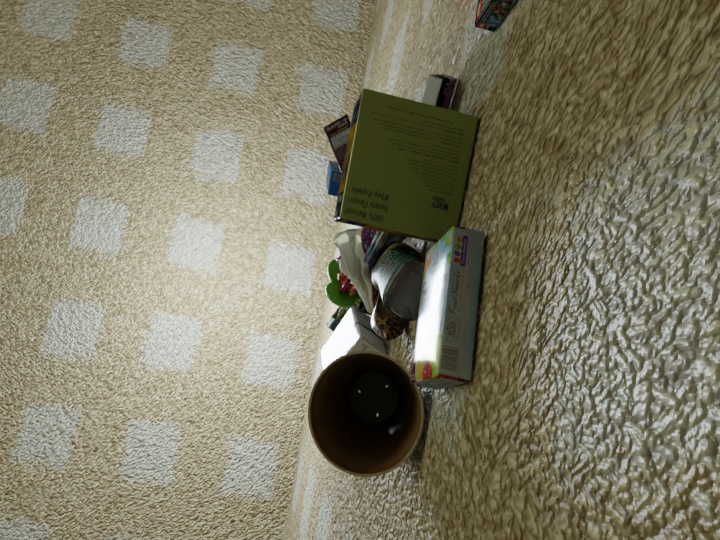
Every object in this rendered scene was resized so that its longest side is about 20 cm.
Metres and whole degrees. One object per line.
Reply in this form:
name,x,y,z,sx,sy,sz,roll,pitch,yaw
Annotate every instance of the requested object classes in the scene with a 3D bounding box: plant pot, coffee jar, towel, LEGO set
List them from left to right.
LEGO set,-0.013,0.142,1.685,0.155,0.115,0.200,-51,4,-16
plant pot,0.018,0.229,1.058,0.200,0.181,0.192,36,-115,-82
towel,0.074,-0.106,1.218,0.204,0.023,0.146,-63,-13,17
coffee jar,0.075,0.012,1.119,0.106,0.084,0.200,-57,11,6

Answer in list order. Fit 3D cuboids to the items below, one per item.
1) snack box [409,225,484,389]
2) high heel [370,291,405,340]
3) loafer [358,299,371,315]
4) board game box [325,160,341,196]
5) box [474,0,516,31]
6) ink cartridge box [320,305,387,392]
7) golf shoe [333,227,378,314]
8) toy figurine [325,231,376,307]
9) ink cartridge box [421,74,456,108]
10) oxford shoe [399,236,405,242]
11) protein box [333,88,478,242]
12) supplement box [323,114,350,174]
snack box,0.120,0.058,0.880,0.142,0.051,0.206,130,150,-73
high heel,0.063,0.043,1.240,0.201,0.069,0.147,-75,-7,-69
loafer,0.038,0.024,1.449,0.073,0.061,0.205,-104,19,-54
board game box,0.017,-0.204,1.476,0.196,0.194,0.058,-105,26,-74
box,0.223,-0.491,0.939,0.137,0.037,0.206,142,138,-78
ink cartridge box,-0.019,0.192,1.441,0.146,0.083,0.200,-54,14,10
golf shoe,0.000,0.000,1.305,0.076,0.089,0.205,-53,-42,-52
toy figurine,0.007,-0.031,1.527,0.200,0.148,0.186,-47,-11,-53
ink cartridge box,0.130,-0.269,1.193,0.094,0.036,0.205,-34,-37,-61
oxford shoe,0.096,-0.133,1.362,0.071,0.070,0.202,-48,-14,-35
protein box,0.069,-0.165,1.038,0.135,0.192,0.206,-157,78,-82
supplement box,-0.004,-0.200,1.266,0.109,0.060,0.204,48,-161,-64
